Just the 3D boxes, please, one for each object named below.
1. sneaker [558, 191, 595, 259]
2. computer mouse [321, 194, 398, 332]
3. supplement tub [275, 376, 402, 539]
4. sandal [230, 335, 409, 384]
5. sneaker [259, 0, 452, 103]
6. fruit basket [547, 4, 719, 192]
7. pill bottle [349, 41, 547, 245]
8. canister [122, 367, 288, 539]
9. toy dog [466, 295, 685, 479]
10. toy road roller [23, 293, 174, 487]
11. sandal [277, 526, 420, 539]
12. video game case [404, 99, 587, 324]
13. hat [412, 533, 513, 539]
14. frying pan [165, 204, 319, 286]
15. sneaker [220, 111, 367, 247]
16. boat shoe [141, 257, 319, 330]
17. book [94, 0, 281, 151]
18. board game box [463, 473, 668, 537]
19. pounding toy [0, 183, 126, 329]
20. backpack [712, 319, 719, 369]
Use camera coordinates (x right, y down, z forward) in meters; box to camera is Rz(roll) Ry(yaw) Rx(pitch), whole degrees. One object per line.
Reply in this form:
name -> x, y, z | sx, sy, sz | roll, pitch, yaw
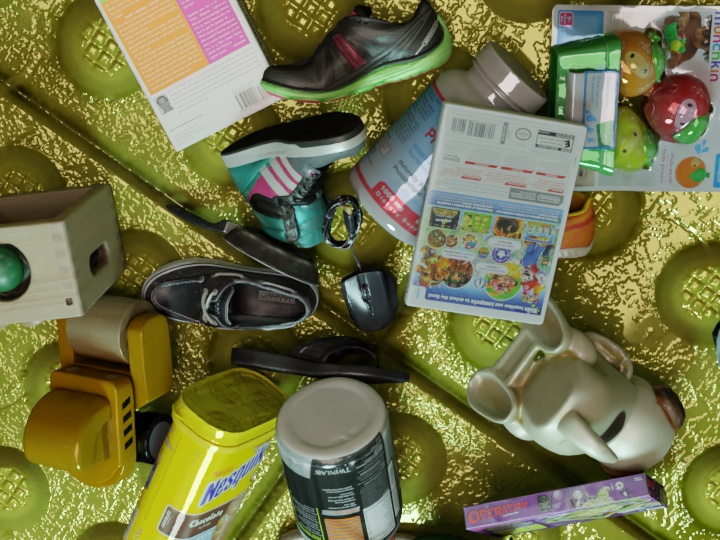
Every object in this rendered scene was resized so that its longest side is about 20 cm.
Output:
sneaker -> 0.148, -0.046, 1.344 | 0.198, 0.073, 0.078 | -11, 110, -23
computer mouse -> 0.000, 0.000, 1.368 | 0.058, 0.034, 0.201 | -14, 137, 6
supplement tub -> -0.019, 0.224, 1.418 | 0.121, 0.123, 0.202 | -2, 131, 8
sandal -> -0.043, 0.092, 1.435 | 0.198, 0.075, 0.049 | 7, 82, 6
sneaker -> -0.008, -0.221, 1.332 | 0.197, 0.077, 0.085 | -17, 99, -1
fruit basket -> 0.283, -0.166, 1.297 | 0.197, 0.094, 0.188 | 3, 108, 7
pill bottle -> 0.090, -0.129, 1.324 | 0.109, 0.109, 0.200 | 42, 109, -7
canister -> -0.171, 0.221, 1.445 | 0.086, 0.148, 0.202 | 34, 114, 20
toy dog -> 0.246, 0.136, 1.358 | 0.199, 0.194, 0.141 | 26, 97, -36
toy road roller -> -0.288, 0.135, 1.421 | 0.122, 0.146, 0.203 | 6, 105, 29
sandal -> -0.004, 0.340, 1.512 | 0.197, 0.054, 0.081 | 6, 108, 5
video game case -> 0.129, -0.054, 1.275 | 0.141, 0.018, 0.203 | 8, 106, -9
hat -> 0.054, 0.309, 1.442 | 0.175, 0.200, 0.166 | 35, 75, 8
frying pan -> -0.114, -0.031, 1.409 | 0.114, 0.189, 0.031 | 23, 97, -47
sneaker -> -0.053, -0.086, 1.343 | 0.199, 0.083, 0.122 | -4, 118, 48
boat shoe -> -0.146, 0.033, 1.426 | 0.197, 0.068, 0.073 | 5, 108, 6
book -> -0.178, -0.242, 1.359 | 0.132, 0.048, 0.202 | -24, 104, 11
board game box -> 0.222, 0.254, 1.414 | 0.198, 0.120, 0.033 | -14, 74, 18
pounding toy -> -0.363, 0.010, 1.378 | 0.181, 0.200, 0.144 | -6, 107, 9
backpack -> 0.455, 0.071, 1.334 | 0.199, 0.127, 0.168 | -33, 104, 19
